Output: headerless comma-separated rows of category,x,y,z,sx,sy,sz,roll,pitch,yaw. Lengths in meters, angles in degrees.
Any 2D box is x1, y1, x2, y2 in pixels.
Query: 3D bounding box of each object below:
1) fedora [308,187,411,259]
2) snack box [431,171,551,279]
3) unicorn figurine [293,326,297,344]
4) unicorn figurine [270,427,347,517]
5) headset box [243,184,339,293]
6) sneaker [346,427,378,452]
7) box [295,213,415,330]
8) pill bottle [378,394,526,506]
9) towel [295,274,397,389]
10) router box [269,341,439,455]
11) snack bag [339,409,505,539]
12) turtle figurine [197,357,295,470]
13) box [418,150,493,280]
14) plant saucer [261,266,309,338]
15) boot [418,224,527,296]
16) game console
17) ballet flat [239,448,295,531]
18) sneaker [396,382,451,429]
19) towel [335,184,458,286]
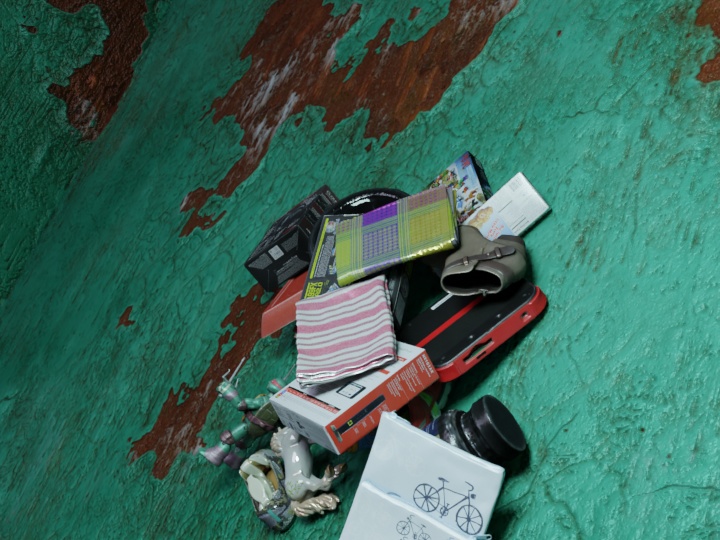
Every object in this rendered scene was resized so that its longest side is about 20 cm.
fedora,0.016,-0.043,1.851,0.198,0.092,0.202,-11,49,12
snack box,0.193,-0.057,1.706,0.200,0.072,0.024,-42,-13,17
unicorn figurine,-0.036,0.082,1.887,0.201,0.073,0.138,-55,26,29
unicorn figurine,-0.087,0.282,1.709,0.137,0.074,0.201,-33,36,33
headset box,-0.115,-0.066,2.097,0.148,0.077,0.200,-33,14,29
sneaker,0.021,0.205,1.669,0.201,0.077,0.076,-79,-4,-58
box,0.000,0.000,1.727,0.158,0.044,0.201,-2,51,20
pill bottle,0.111,0.251,1.440,0.200,0.112,0.112,-41,31,20
towel,-0.025,0.081,1.588,0.145,0.030,0.201,-17,34,8
router box,-0.013,0.166,1.569,0.179,0.049,0.200,-35,18,-19
snack bag,0.074,0.299,1.382,0.187,0.021,0.202,23,97,28
turtle figurine,-0.179,0.234,1.853,0.100,0.149,0.201,35,90,45
box,0.154,-0.092,1.827,0.136,0.038,0.201,-40,31,20
plant saucer,-0.080,0.018,1.970,0.199,0.037,0.200,-31,14,36
boot,0.148,-0.009,1.625,0.198,0.071,0.146,-6,21,29
game console,0.157,0.071,1.610,0.199,0.031,0.177,-36,23,-7
ballet flat,-0.156,0.332,1.773,0.072,0.072,0.200,-49,29,5
sneaker,0.075,0.181,1.594,0.077,0.085,0.201,-27,38,36
towel,0.055,-0.053,1.682,0.198,0.023,0.144,-19,39,15
